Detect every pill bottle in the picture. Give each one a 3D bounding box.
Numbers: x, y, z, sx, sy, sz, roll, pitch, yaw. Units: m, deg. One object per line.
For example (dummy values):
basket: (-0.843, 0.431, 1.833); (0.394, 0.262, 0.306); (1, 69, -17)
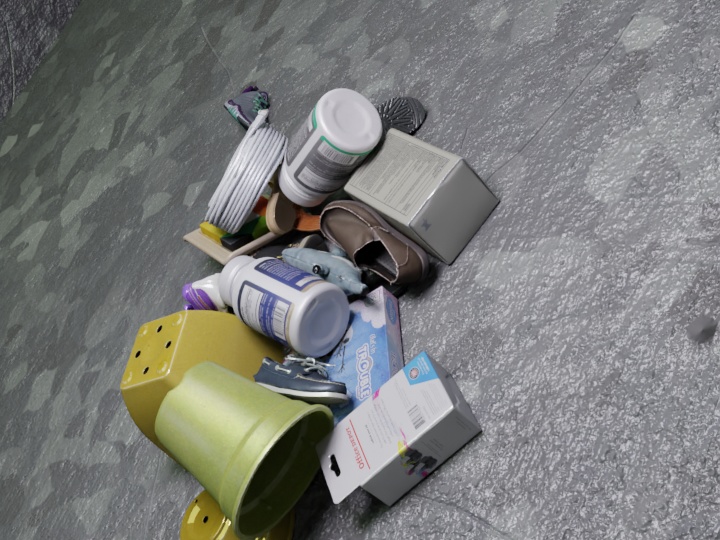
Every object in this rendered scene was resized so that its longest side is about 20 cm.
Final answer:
pill bottle: (-0.055, -0.191, 1.594); (0.200, 0.112, 0.114); (-44, 27, 53)
pill bottle: (-0.120, 0.045, 1.475); (0.199, 0.111, 0.112); (23, 75, 41)

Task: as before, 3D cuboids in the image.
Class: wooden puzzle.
wooden puzzle: (-0.205, -0.082, 1.781); (0.184, 0.038, 0.199); (-30, 27, -24)

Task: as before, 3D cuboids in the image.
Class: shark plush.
shark plush: (-0.047, 0.014, 1.485); (0.091, 0.083, 0.200); (-59, 34, 11)

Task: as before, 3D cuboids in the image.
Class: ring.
ring: (-0.047, -0.143, 1.712); (0.199, 0.019, 0.202); (-21, 37, 16)

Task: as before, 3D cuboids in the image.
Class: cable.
cable: (-0.196, -0.158, 1.698); (0.202, 0.069, 0.200); (-66, 12, -21)

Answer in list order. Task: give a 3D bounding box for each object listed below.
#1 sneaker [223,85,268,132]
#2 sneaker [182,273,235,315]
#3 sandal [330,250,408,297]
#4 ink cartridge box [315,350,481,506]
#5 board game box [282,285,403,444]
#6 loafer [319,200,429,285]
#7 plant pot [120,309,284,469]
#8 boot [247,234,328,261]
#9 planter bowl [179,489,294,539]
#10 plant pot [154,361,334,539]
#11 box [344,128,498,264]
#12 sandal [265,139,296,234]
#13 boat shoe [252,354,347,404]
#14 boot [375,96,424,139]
sneaker: (-0.222, -0.336, 2.064); (0.087, 0.074, 0.200); (-43, 35, 0)
sneaker: (-0.239, 0.070, 1.619); (0.082, 0.201, 0.081); (-7, 54, 4)
sandal: (-0.001, 0.001, 1.546); (0.199, 0.048, 0.076); (13, 69, 49)
ink cartridge box: (0.045, 0.216, 1.288); (0.200, 0.068, 0.115); (-41, 36, 11)
board game box: (-0.028, 0.149, 1.447); (0.198, 0.043, 0.201); (-30, 41, 24)
loafer: (0.009, -0.043, 1.465); (0.199, 0.071, 0.074); (30, 120, 30)
plant pot: (-0.249, 0.167, 1.533); (0.193, 0.200, 0.197); (-17, 46, 36)
boot: (-0.155, 0.023, 1.658); (0.150, 0.073, 0.201); (-4, 45, 45)
planter bowl: (-0.193, 0.363, 1.396); (0.199, 0.083, 0.202); (-28, 40, 27)
plant pot: (-0.167, 0.223, 1.332); (0.183, 0.201, 0.201); (30, 79, 23)
box: (0.089, -0.115, 1.504); (0.128, 0.109, 0.200); (-51, 36, -3)
sandal: (-0.137, -0.148, 1.710); (0.069, 0.078, 0.213); (-12, 46, 34)
boat shoe: (-0.084, 0.154, 1.408); (0.199, 0.074, 0.063); (-5, 66, 56)
boot: (0.003, -0.255, 1.758); (0.163, 0.066, 0.200); (-23, 12, -18)
